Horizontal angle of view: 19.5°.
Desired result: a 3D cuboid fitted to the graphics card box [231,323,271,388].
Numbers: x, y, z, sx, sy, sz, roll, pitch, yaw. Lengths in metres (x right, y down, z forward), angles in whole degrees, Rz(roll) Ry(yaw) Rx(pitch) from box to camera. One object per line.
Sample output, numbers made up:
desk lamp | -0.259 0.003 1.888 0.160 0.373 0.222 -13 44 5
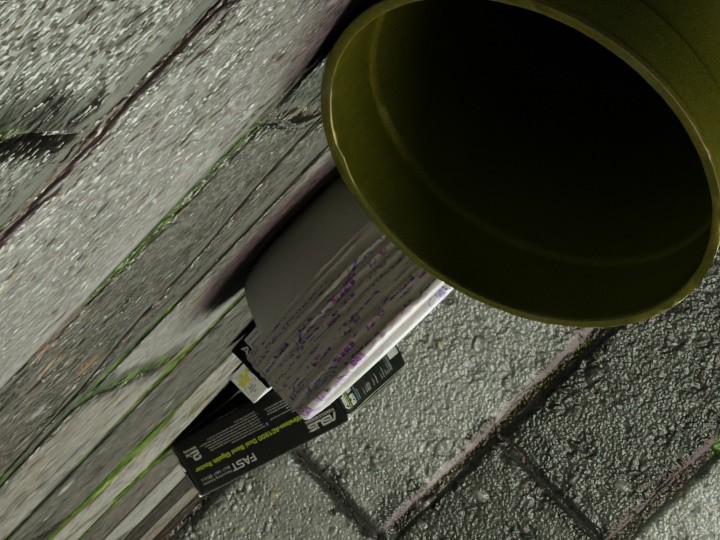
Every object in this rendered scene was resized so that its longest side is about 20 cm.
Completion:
graphics card box | -0.011 0.002 1.732 0.200 0.051 0.125 -49 175 37

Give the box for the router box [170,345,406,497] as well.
router box | -0.070 0.135 2.073 0.200 0.062 0.150 -30 -176 29

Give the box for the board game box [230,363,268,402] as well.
board game box | -0.031 0.039 2.008 0.134 0.034 0.200 -47 176 32

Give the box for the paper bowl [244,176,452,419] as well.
paper bowl | 0.000 0.000 1.438 0.201 0.104 0.201 -45 177 -3

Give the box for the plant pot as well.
plant pot | 0.112 -0.110 1.020 0.193 0.200 0.200 -57 -176 -38
